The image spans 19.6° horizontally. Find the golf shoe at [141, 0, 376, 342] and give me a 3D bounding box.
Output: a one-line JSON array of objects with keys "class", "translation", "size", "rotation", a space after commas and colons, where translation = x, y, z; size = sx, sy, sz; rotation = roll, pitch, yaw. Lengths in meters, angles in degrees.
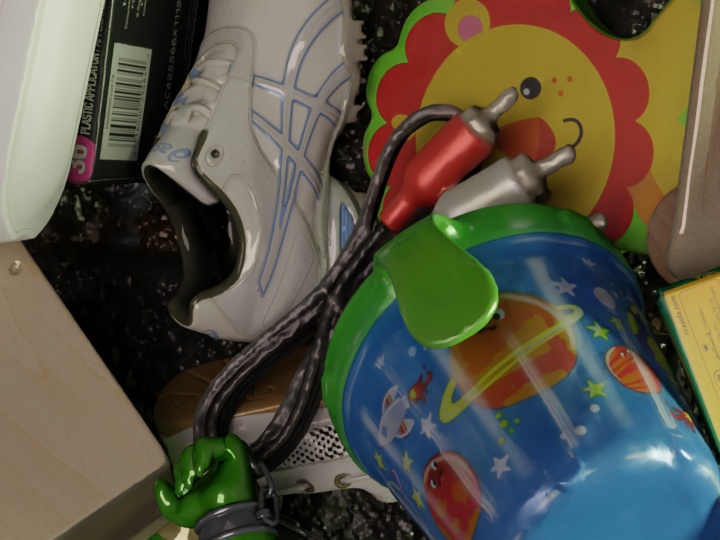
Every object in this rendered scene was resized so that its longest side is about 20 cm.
[{"class": "golf shoe", "translation": [-0.050, -0.067, 0.901], "size": [0.078, 0.097, 0.202], "rotation": [-10, 87, 50]}]

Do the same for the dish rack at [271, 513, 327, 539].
[{"class": "dish rack", "translation": [-0.014, 0.192, 0.897], "size": [0.199, 0.054, 0.155], "rotation": [20, 105, 41]}]

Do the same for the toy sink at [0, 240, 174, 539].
[{"class": "toy sink", "translation": [-0.153, 0.084, 0.925], "size": [0.112, 0.200, 0.131], "rotation": [-33, 74, -14]}]

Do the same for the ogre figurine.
[{"class": "ogre figurine", "translation": [-0.068, 0.177, 0.850], "size": [0.200, 0.098, 0.120], "rotation": [-50, 47, 22]}]

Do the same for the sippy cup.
[{"class": "sippy cup", "translation": [0.069, 0.066, 0.789], "size": [0.140, 0.177, 0.131], "rotation": [-62, 35, 25]}]

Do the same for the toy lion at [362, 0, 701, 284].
[{"class": "toy lion", "translation": [0.096, -0.078, 0.888], "size": [0.190, 0.069, 0.202], "rotation": [15, 97, 24]}]

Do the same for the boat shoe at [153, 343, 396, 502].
[{"class": "boat shoe", "translation": [0.012, 0.067, 0.918], "size": [0.198, 0.071, 0.070], "rotation": [-9, 116, 10]}]

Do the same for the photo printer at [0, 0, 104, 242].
[{"class": "photo printer", "translation": [-0.181, -0.113, 0.829], "size": [0.165, 0.069, 0.202], "rotation": [14, 96, 16]}]

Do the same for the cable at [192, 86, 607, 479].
[{"class": "cable", "translation": [0.000, 0.000, 0.860], "size": [0.199, 0.050, 0.097], "rotation": [-35, 69, 4]}]

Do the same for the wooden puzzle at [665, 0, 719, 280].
[{"class": "wooden puzzle", "translation": [0.218, -0.084, 0.812], "size": [0.183, 0.037, 0.202], "rotation": [6, 97, -17]}]

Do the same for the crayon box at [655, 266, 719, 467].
[{"class": "crayon box", "translation": [0.198, 0.080, 0.765], "size": [0.118, 0.058, 0.201], "rotation": [-21, 85, 5]}]

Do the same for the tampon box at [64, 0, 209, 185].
[{"class": "tampon box", "translation": [-0.174, -0.125, 0.930], "size": [0.198, 0.126, 0.151], "rotation": [9, 95, 16]}]
